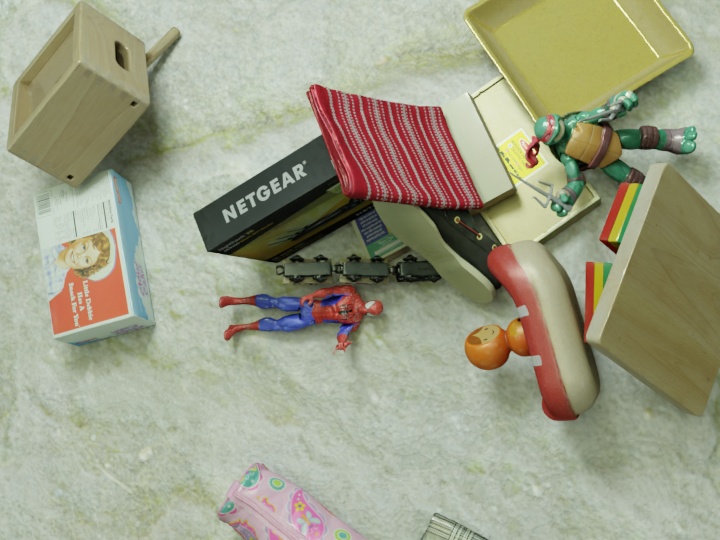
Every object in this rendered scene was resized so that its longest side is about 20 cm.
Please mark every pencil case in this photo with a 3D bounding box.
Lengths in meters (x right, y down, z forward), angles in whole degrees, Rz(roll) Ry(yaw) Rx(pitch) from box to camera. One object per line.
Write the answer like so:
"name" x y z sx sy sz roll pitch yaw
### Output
"pencil case" -0.064 0.303 1.113 0.200 0.087 0.088 33 88 19

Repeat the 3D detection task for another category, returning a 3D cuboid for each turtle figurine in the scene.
"turtle figurine" 0.264 -0.136 1.084 0.199 0.101 0.150 12 120 -17

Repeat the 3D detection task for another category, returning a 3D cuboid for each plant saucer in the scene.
"plant saucer" 0.255 -0.274 1.172 0.200 0.048 0.200 -31 72 1

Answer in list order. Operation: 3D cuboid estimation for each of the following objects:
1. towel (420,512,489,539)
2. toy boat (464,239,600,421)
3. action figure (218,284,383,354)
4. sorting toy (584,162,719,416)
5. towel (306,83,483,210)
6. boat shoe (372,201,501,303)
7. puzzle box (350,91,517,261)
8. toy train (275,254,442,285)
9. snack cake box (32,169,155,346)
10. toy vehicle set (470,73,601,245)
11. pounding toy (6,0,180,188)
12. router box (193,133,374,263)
"towel" 0.116 0.396 1.073 0.192 0.035 0.200 26 86 18
"toy boat" 0.176 0.071 1.072 0.130 0.130 0.201 -17 84 16
"action figure" -0.074 0.057 1.163 0.199 0.099 0.065 -6 103 11
"sorting toy" 0.313 0.022 1.037 0.070 0.200 0.199 7 69 52
"towel" 0.040 -0.132 1.068 0.022 0.200 0.145 -43 57 40
"boat shoe" 0.091 -0.047 1.115 0.201 0.074 0.063 41 67 -22
"puzzle box" 0.072 -0.107 1.178 0.200 0.025 0.133 -28 74 19
"toy train" 0.000 0.000 1.159 0.199 0.046 0.034 0 81 -7
"snack cake box" -0.342 -0.016 1.263 0.115 0.067 0.201 -15 75 9
"toy vehicle set" 0.178 -0.124 1.175 0.124 0.027 0.200 -34 72 5
"pounding toy" -0.336 -0.236 1.262 0.184 0.142 0.200 -42 38 22
"router box" -0.067 -0.080 1.138 0.200 0.157 0.052 -29 74 21
